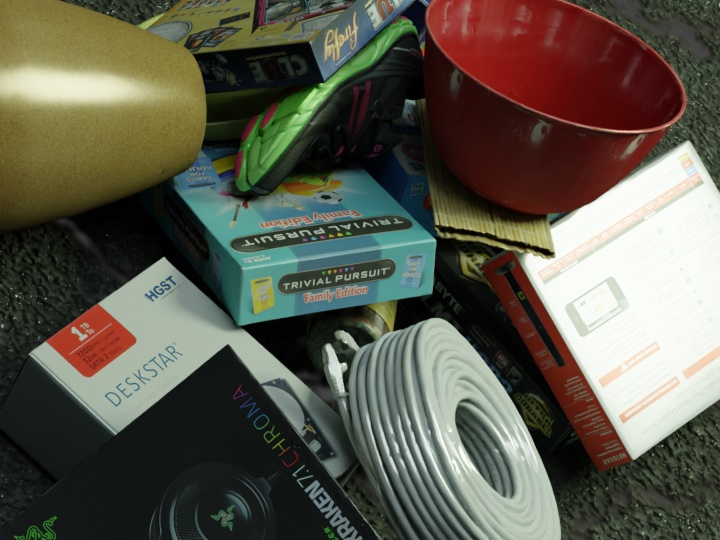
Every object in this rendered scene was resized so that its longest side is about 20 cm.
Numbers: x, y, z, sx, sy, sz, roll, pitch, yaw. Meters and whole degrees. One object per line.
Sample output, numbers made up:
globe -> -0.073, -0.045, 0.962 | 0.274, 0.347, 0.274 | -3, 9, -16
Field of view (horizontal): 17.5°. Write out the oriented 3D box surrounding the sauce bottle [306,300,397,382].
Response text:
sauce bottle -> 0.000, 0.000, 1.766 | 0.064, 0.065, 0.201 | 23, 35, -10

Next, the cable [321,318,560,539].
cable -> 0.066, 0.131, 1.619 | 0.200, 0.069, 0.201 | 22, 43, -59

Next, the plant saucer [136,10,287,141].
plant saucer -> -0.105, -0.152, 1.813 | 0.198, 0.031, 0.201 | -5, 34, 3

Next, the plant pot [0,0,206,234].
plant pot -> -0.217, -0.113, 1.644 | 0.199, 0.187, 0.187 | -3, 52, -31

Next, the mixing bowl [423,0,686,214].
mixing bowl -> 0.125, -0.111, 1.706 | 0.199, 0.109, 0.201 | 15, 30, -9

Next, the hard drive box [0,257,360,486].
hard drive box -> -0.119, 0.110, 1.581 | 0.200, 0.077, 0.156 | 40, 42, 9

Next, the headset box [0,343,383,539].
headset box -> -0.102, 0.178, 1.441 | 0.200, 0.093, 0.174 | -38, 78, -3

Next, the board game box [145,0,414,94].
board game box -> -0.075, -0.178, 1.742 | 0.136, 0.199, 0.035 | -46, 124, -43

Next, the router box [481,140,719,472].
router box -> 0.214, 0.025, 1.767 | 0.199, 0.049, 0.180 | -30, 90, -32

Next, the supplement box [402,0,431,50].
supplement box -> 0.057, -0.248, 1.999 | 0.109, 0.109, 0.200 | 42, 43, 11

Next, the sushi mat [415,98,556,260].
sushi mat -> 0.091, -0.074, 1.745 | 0.095, 0.012, 0.200 | 13, 31, -11

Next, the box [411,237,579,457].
box -> 0.153, 0.029, 1.847 | 0.198, 0.050, 0.200 | -24, 66, -42

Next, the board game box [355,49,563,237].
board game box -> 0.073, -0.102, 1.852 | 0.195, 0.056, 0.200 | 1, 35, -30

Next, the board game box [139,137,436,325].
board game box -> -0.056, -0.037, 1.702 | 0.150, 0.047, 0.200 | -9, 30, -24

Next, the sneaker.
sneaker -> -0.012, -0.111, 1.710 | 0.200, 0.077, 0.084 | -41, 104, -32
